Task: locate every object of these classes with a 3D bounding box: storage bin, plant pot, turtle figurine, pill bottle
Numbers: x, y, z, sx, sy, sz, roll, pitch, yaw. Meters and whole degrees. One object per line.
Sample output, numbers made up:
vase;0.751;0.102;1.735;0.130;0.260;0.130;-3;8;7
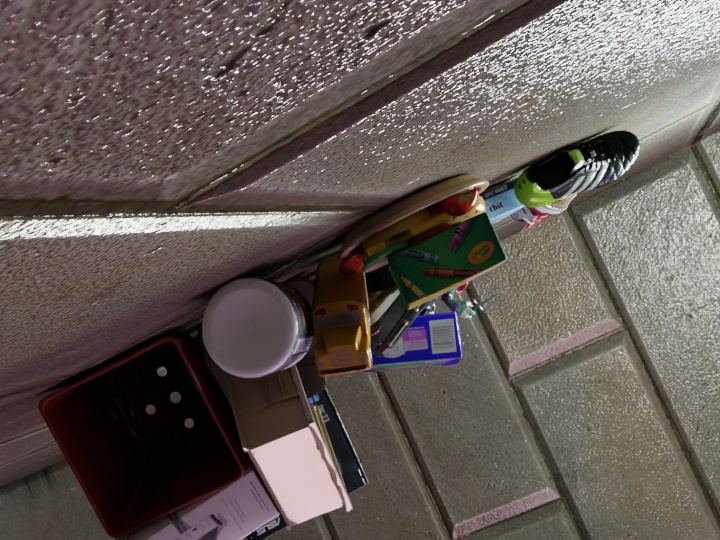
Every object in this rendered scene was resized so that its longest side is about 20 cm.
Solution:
storage bin;-0.101;0.198;1.185;0.093;0.200;0.201;-21;134;-3
plant pot;-0.269;0.196;1.201;0.198;0.202;0.176;-26;-173;6
turtle figurine;0.132;0.001;1.468;0.198;0.152;0.100;-13;155;37
pill bottle;-0.109;0.065;1.034;0.105;0.107;0.200;-25;176;3

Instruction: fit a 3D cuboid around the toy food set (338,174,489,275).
toy food set;0.062;-0.050;1.041;0.196;0.049;0.200;-25;176;-5

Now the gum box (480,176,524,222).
gum box;0.132;-0.062;1.317;0.169;0.045;0.200;-24;176;-33

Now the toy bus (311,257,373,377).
toy bus;-0.022;0.053;1.073;0.064;0.079;0.200;-6;-161;2

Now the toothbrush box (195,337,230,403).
toothbrush box;-0.175;0.154;1.426;0.085;0.147;0.200;-26;176;5

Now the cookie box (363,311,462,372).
cookie box;0.077;0.121;1.468;0.168;0.076;0.200;-6;171;4

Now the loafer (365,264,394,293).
loafer;0.000;0.000;1.233;0.200;0.068;0.071;-36;-162;46

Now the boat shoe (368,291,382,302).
boat shoe;0.001;0.036;1.336;0.077;0.071;0.200;-56;-167;-15

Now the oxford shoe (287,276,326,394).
oxford shoe;-0.080;0.080;1.263;0.070;0.202;0.072;2;-140;3

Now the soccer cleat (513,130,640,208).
soccer cleat;0.303;-0.144;1.235;0.198;0.068;0.081;-25;163;-10

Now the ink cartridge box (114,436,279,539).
ink cartridge box;-0.223;0.322;1.213;0.199;0.084;0.147;-32;-161;-8

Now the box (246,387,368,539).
box;-0.114;0.292;1.371;0.198;0.166;0.086;-23;176;-14

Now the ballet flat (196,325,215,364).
ballet flat;-0.140;0.077;1.275;0.198;0.063;0.067;-23;175;-32

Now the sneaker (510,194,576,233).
sneaker;0.268;-0.104;1.423;0.112;0.072;0.199;-32;175;28

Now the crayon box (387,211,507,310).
crayon box;0.096;-0.006;1.043;0.118;0.059;0.200;-25;176;1

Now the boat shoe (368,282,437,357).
boat shoe;0.068;0.039;1.212;0.200;0.063;0.072;-41;-168;-29
